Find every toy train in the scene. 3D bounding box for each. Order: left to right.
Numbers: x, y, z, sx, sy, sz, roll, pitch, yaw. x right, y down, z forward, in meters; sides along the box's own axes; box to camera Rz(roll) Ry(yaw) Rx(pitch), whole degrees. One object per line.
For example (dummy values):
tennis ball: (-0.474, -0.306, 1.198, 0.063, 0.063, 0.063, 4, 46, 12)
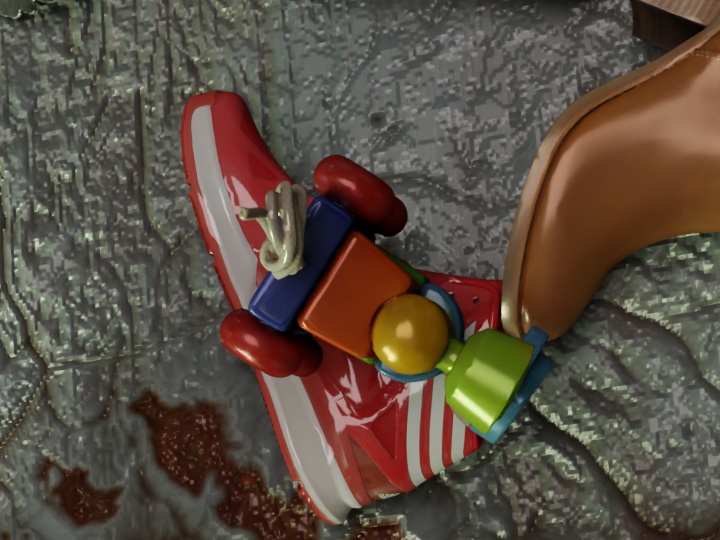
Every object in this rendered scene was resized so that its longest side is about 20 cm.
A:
toy train: (0.014, 0.020, 0.749, 0.115, 0.200, 0.085, 32, 90, 5)

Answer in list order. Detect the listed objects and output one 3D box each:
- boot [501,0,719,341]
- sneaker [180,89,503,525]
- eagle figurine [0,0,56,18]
boot: (0.157, -0.035, 0.834, 0.154, 0.074, 0.201, 27, 90, 19)
sneaker: (0.000, 0.000, 0.890, 0.115, 0.078, 0.202, -21, 83, 5)
eagle figurine: (-0.210, -0.229, 0.998, 0.198, 0.152, 0.152, 20, 129, -6)
